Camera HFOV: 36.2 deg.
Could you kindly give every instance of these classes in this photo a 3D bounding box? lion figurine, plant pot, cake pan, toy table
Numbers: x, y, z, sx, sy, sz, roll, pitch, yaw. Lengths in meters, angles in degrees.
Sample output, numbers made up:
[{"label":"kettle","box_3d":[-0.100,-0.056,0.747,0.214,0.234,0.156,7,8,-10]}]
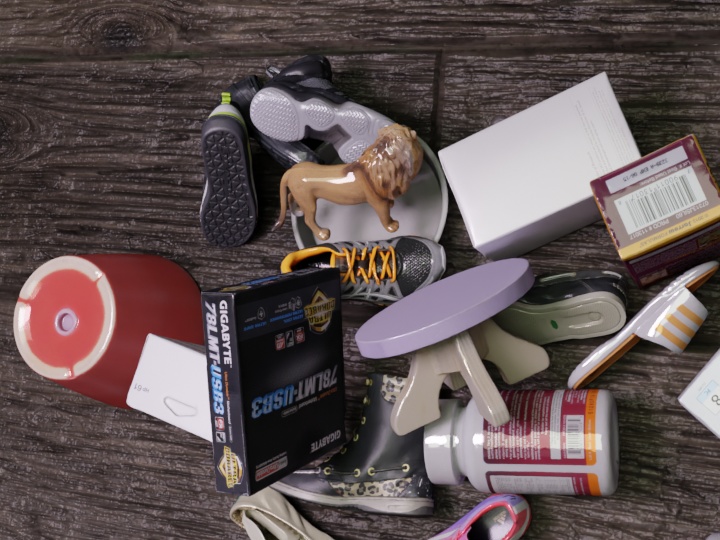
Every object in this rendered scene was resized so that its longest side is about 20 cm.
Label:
[{"label":"lion figurine","box_3d":[-0.021,-0.098,1.240,0.196,0.123,0.073,-11,50,8]},{"label":"plant pot","box_3d":[-0.312,0.067,1.339,0.197,0.177,0.204,-3,81,19]},{"label":"cake pan","box_3d":[0.014,-0.075,1.317,0.197,0.037,0.204,-3,81,20]},{"label":"toy table","box_3d":[0.104,0.082,1.152,0.197,0.184,0.119,-21,105,2]}]

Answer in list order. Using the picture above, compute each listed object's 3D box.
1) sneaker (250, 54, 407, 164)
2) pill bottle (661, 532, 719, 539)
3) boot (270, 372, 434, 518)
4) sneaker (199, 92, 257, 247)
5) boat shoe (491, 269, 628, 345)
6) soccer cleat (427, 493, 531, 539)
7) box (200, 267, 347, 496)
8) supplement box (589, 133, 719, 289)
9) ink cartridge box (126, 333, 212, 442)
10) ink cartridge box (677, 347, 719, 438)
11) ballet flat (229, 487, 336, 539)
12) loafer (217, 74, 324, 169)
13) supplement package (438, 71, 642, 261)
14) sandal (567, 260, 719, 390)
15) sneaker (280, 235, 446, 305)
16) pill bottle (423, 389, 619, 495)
[{"label":"sneaker","box_3d":[-0.026,-0.192,1.287,0.197,0.076,0.115,15,42,-7]},{"label":"pill bottle","box_3d":[0.396,0.317,1.077,0.197,0.114,0.116,-3,81,19]},{"label":"boot","box_3d":[-0.004,0.197,1.268,0.200,0.073,0.157,4,79,20]},{"label":"sneaker","box_3d":[-0.157,-0.121,1.342,0.070,0.202,0.084,5,40,-4]},{"label":"boat shoe","box_3d":[0.200,0.038,1.229,0.197,0.072,0.068,-7,41,25]},{"label":"soccer cleat","box_3d":[0.103,0.311,1.204,0.199,0.076,0.067,-40,71,10]},{"label":"box","box_3d":[-0.084,0.108,1.145,0.049,0.199,0.202,0,97,30]},{"label":"supplement box","box_3d":[0.310,-0.053,1.120,0.109,0.200,0.087,-24,73,14]},{"label":"ink cartridge box","box_3d":[-0.151,0.142,1.256,0.143,0.200,0.086,18,88,21]},{"label":"ink cartridge box","box_3d":[0.451,0.139,1.121,0.200,0.047,0.161,42,97,23]},{"label":"ballet flat","box_3d":[-0.073,0.322,1.269,0.199,0.069,0.070,34,94,24]},{"label":"loafer","box_3d":[-0.102,-0.180,1.342,0.070,0.068,0.200,-46,51,-1]},{"label":"supplement package","box_3d":[0.205,-0.107,1.209,0.198,0.121,0.121,-24,75,14]},{"label":"sandal","box_3d":[0.313,0.073,1.171,0.207,0.079,0.059,-45,71,17]},{"label":"sneaker","box_3d":[0.000,0.000,1.251,0.197,0.077,0.080,-9,77,17]},{"label":"pill bottle","box_3d":[0.173,0.184,1.181,0.196,0.109,0.112,-2,81,19]}]
